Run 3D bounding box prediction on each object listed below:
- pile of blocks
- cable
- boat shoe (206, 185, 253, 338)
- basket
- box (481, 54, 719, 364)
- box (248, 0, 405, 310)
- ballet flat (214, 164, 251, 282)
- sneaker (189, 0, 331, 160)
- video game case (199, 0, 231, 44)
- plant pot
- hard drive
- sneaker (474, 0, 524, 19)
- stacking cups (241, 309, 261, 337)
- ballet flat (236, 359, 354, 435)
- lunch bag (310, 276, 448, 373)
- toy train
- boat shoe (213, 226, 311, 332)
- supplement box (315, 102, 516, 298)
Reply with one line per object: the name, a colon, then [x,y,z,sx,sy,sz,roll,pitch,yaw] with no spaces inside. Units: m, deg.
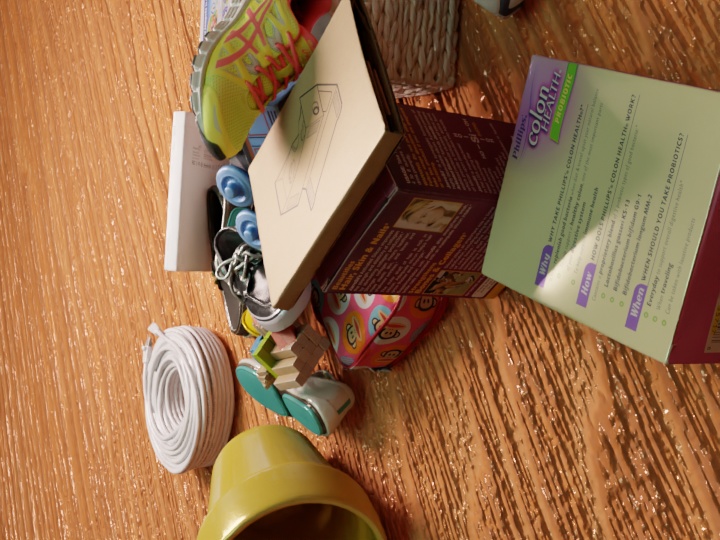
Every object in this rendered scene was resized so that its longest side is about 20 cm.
pile of blocks: [-0.100,0.073,1.091,0.082,0.062,0.200,-47,18,-6]
cable: [-0.244,0.180,1.403,0.198,0.068,0.205,6,94,55]
boat shoe: [-0.171,-0.012,1.314,0.071,0.060,0.206,-21,70,53]
basket: [-0.014,-0.276,1.017,0.198,0.158,0.203,5,91,55]
box: [0.203,-0.050,0.734,0.199,0.095,0.180,28,111,52]
box: [-0.035,-0.094,0.802,0.201,0.021,0.166,-55,36,39]
ballet flat: [-0.137,-0.080,1.223,0.069,0.069,0.204,0,75,55]
sneaker: [-0.081,-0.183,0.856,0.088,0.078,0.203,8,65,19]
video game case: [-0.114,-0.279,1.014,0.199,0.018,0.147,-2,85,56]
plant pot: [-0.086,0.271,1.068,0.189,0.197,0.204,-124,48,-60]
hard drive: [-0.215,-0.101,1.337,0.026,0.132,0.205,3,91,20]
sneaker: [0.090,-0.328,0.866,0.130,0.198,0.080,-52,6,23]
stacking cups: [-0.096,-0.013,1.174,0.061,0.059,0.203,56,141,42]
ballet flat: [-0.072,0.135,1.148,0.199,0.068,0.071,16,101,55]
lunch bag: [0.000,0.000,1.043,0.177,0.081,0.203,-52,48,41]
toy train: [-0.078,-0.098,0.967,0.112,0.087,0.203,5,129,31]
boat shoe: [-0.112,-0.001,1.062,0.074,0.068,0.200,-48,29,5]
supplement box: [0.060,-0.056,0.855,0.131,0.197,0.105,-51,49,39]
